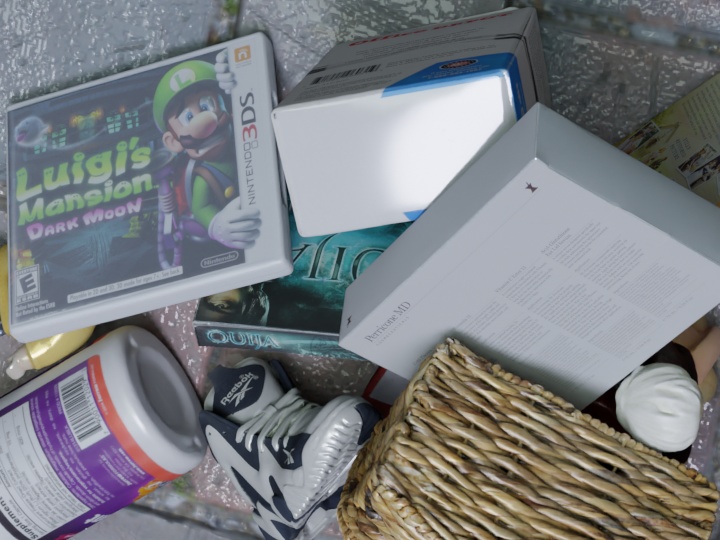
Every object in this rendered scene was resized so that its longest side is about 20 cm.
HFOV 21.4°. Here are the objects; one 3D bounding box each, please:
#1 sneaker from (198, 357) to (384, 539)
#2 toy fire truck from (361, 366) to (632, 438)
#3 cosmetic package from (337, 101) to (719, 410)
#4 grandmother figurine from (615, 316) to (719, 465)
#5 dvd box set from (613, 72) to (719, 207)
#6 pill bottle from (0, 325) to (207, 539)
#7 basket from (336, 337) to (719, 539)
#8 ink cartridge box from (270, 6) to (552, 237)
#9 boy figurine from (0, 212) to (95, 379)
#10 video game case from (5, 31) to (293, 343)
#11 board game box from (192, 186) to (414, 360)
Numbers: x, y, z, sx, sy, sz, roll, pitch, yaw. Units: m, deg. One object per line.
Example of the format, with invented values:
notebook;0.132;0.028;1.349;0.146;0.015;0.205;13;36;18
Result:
sneaker;-0.057;0.104;1.280;0.079;0.199;0.130;-37;76;-20
toy fire truck;0.083;0.140;1.282;0.199;0.112;0.168;32;125;0
cosmetic package;0.102;0.008;1.106;0.150;0.052;0.200;26;135;-22
grandmother figurine;0.195;0.067;1.190;0.060;0.200;0.122;-18;96;15
dvd box set;0.212;-0.063;1.195;0.200;0.147;0.029;-35;116;15
pill bottle;-0.216;0.131;1.337;0.199;0.111;0.112;-30;93;16
basket;0.085;0.166;1.117;0.199;0.143;0.149;28;143;-3
ink cartridge box;0.040;-0.097;1.194;0.145;0.200;0.085;-9;105;14
boy figurine;-0.226;0.014;1.329;0.199;0.064;0.125;-8;65;19
video game case;-0.147;-0.057;1.283;0.199;0.023;0.183;-15;61;14
board game box;0.000;0.000;1.262;0.199;0.136;0.028;4;139;11
